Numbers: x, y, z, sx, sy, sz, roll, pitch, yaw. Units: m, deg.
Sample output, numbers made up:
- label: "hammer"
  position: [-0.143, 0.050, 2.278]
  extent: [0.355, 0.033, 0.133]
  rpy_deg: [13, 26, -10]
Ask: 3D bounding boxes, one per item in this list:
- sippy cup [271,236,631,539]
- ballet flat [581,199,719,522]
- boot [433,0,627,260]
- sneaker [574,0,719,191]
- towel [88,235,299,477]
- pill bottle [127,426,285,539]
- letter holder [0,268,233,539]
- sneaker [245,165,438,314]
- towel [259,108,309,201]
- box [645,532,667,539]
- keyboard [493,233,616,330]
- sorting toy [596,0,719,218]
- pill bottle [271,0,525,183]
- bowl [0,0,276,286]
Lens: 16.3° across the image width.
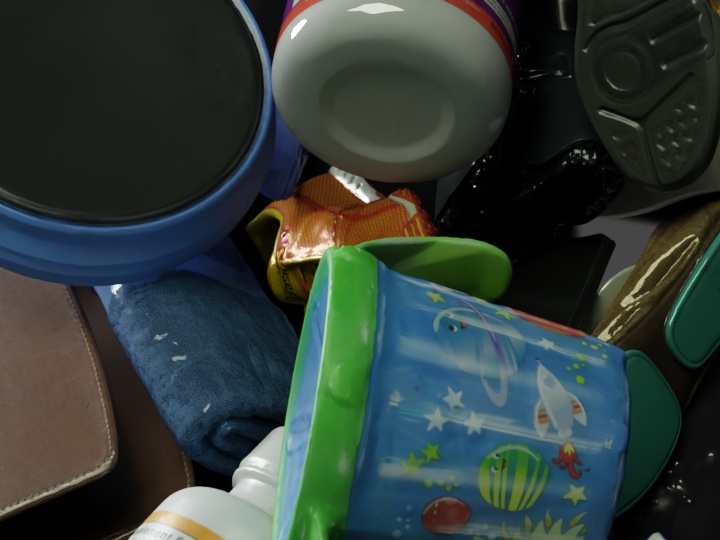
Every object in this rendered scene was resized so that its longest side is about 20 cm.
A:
- label: "sippy cup"
  position: [0.038, 0.067, 1.022]
  extent: [0.129, 0.140, 0.179]
  rpy_deg: [10, 81, -5]
- label: "ballet flat"
  position: [0.121, 0.043, 1.168]
  extent: [0.072, 0.068, 0.200]
  rpy_deg: [-3, 44, 47]
- label: "boot"
  position: [0.044, -0.077, 1.278]
  extent: [0.199, 0.076, 0.169]
  rpy_deg: [-20, 45, 27]
- label: "sneaker"
  position: [0.143, -0.134, 1.209]
  extent: [0.076, 0.114, 0.201]
  rpy_deg: [-22, 76, 28]
- label: "towel"
  position: [-0.079, 0.021, 1.223]
  extent: [0.049, 0.111, 0.200]
  rpy_deg: [-49, 48, 18]
- label: "pill bottle"
  position: [-0.071, 0.166, 1.089]
  extent: [0.111, 0.111, 0.200]
  rpy_deg: [24, 61, 37]
- label: "letter holder"
  position: [-0.135, 0.060, 1.224]
  extent: [0.141, 0.101, 0.200]
  rpy_deg: [-24, 44, -4]
- label: "sneaker"
  position: [0.000, 0.000, 1.221]
  extent: [0.077, 0.073, 0.200]
  rpy_deg: [-33, 15, -11]
- label: "towel"
  position: [-0.120, -0.090, 1.294]
  extent: [0.199, 0.024, 0.145]
  rpy_deg: [22, 16, -3]
- label: "box"
  position: [0.104, 0.237, 0.956]
  extent: [0.183, 0.105, 0.200]
  rpy_deg: [-33, 46, -9]
- label: "keyboard"
  position: [0.057, 0.052, 1.183]
  extent: [0.104, 0.040, 0.200]
  rpy_deg: [-9, 26, 26]
- label: "sorting toy"
  position: [0.178, -0.109, 1.276]
  extent: [0.179, 0.107, 0.201]
  rpy_deg: [-29, 41, 22]
- label: "pill bottle"
  position: [0.026, -0.146, 1.208]
  extent: [0.112, 0.113, 0.201]
  rpy_deg: [-5, 46, 18]
- label: "bowl"
  position: [-0.135, -0.088, 1.202]
  extent: [0.199, 0.039, 0.202]
  rpy_deg: [8, 57, -12]
